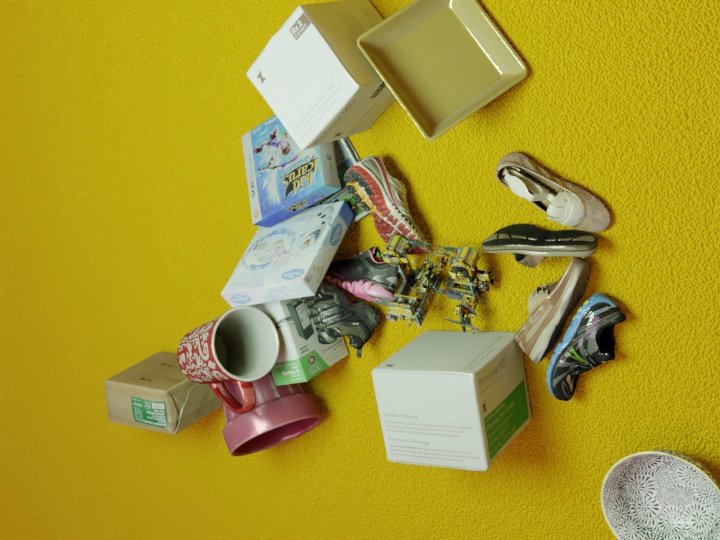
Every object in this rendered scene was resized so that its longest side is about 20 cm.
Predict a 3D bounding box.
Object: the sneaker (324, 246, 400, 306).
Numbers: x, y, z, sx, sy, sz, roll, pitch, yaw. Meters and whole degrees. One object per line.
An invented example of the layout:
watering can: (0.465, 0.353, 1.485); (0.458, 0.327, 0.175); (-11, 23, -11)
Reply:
sneaker: (0.000, 0.000, 1.716); (0.199, 0.079, 0.096); (15, 80, 42)

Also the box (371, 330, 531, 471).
box: (0.159, 0.213, 1.590); (0.199, 0.199, 0.173); (-2, 105, 34)

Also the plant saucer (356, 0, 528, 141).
plant saucer: (0.125, -0.324, 1.456); (0.201, 0.199, 0.048); (54, 171, 7)

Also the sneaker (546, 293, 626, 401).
sneaker: (0.361, 0.134, 1.499); (0.083, 0.071, 0.201); (36, 121, 27)

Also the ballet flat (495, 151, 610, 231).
ballet flat: (0.292, -0.113, 1.459); (0.199, 0.067, 0.068); (33, 127, 21)

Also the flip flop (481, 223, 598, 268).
flip flop: (0.283, -0.032, 1.492); (0.199, 0.081, 0.058); (5, 122, 33)

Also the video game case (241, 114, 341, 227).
video game case: (-0.130, -0.197, 1.695); (0.199, 0.045, 0.183); (-24, 68, 39)

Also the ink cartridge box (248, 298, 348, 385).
ink cartridge box: (-0.121, 0.097, 1.778); (0.084, 0.146, 0.201); (-12, 100, 38)

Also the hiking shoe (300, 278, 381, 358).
hiking shoe: (-0.061, 0.081, 1.708); (0.199, 0.101, 0.076); (30, 166, -13)

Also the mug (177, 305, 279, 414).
mug: (-0.259, 0.167, 1.726); (0.200, 0.133, 0.179); (-18, 55, 55)

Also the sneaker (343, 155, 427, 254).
sneaker: (0.060, -0.113, 1.619); (0.078, 0.082, 0.201); (-12, 118, 53)

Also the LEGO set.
LEGO set: (0.114, 0.033, 1.579); (0.199, 0.116, 0.154); (15, 148, 23)

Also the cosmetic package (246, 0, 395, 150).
cosmetic package: (-0.041, -0.324, 1.532); (0.165, 0.200, 0.165); (53, 128, 7)

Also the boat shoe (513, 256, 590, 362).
boat shoe: (0.303, 0.058, 1.512); (0.072, 0.076, 0.201); (36, 122, 22)

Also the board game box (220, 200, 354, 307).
board game box: (-0.131, -0.029, 1.683); (0.199, 0.200, 0.043); (-9, 131, 37)

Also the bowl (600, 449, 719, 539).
bowl: (0.490, 0.357, 1.474); (0.200, 0.094, 0.202); (14, 115, 31)

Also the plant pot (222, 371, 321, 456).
plant pot: (-0.198, 0.251, 1.874); (0.200, 0.199, 0.180); (-37, 69, 38)

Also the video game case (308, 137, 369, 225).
video game case: (-0.072, -0.156, 1.730); (0.199, 0.022, 0.183); (-31, 88, 38)

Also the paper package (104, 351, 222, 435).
paper package: (-0.421, 0.261, 2.023); (0.199, 0.190, 0.104); (4, 109, 33)
